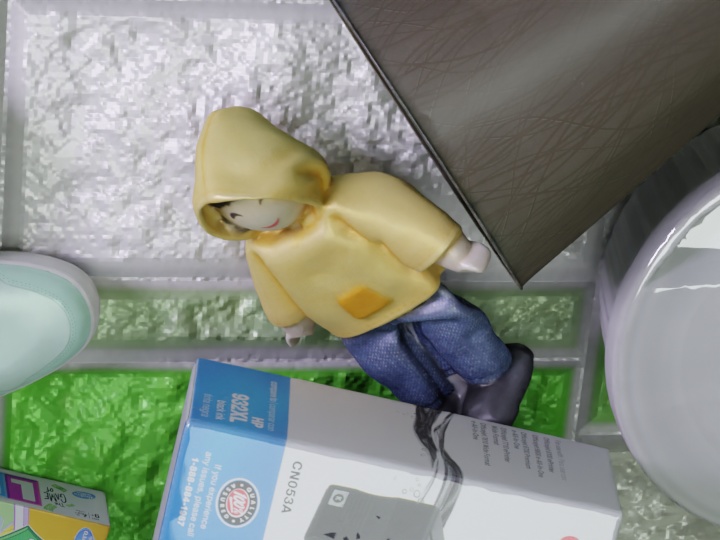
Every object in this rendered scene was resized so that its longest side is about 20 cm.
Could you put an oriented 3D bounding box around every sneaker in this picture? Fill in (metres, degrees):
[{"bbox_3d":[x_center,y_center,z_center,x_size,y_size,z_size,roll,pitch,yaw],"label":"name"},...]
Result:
[{"bbox_3d":[-0.208,0.056,1.320,0.200,0.118,0.074,-14,116,-6],"label":"sneaker"}]

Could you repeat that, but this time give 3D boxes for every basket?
[{"bbox_3d":[0.107,-0.115,1.295,0.200,0.136,0.180,-34,129,2],"label":"basket"}]

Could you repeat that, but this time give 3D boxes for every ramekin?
[{"bbox_3d":[0.204,0.016,1.396,0.202,0.094,0.203,-4,117,-8],"label":"ramekin"}]

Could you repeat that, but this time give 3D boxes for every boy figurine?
[{"bbox_3d":[0.000,0.000,1.350,0.124,0.065,0.200,-16,131,36],"label":"boy figurine"}]

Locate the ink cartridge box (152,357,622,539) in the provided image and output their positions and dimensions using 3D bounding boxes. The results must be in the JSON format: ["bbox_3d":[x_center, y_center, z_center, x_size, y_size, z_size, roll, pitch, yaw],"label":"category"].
[{"bbox_3d":[0.005,0.139,1.342,0.199,0.084,0.146,12,107,-4],"label":"ink cartridge box"}]

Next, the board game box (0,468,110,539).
[{"bbox_3d":[-0.215,0.184,1.428,0.134,0.034,0.201,14,112,-17],"label":"board game box"}]
